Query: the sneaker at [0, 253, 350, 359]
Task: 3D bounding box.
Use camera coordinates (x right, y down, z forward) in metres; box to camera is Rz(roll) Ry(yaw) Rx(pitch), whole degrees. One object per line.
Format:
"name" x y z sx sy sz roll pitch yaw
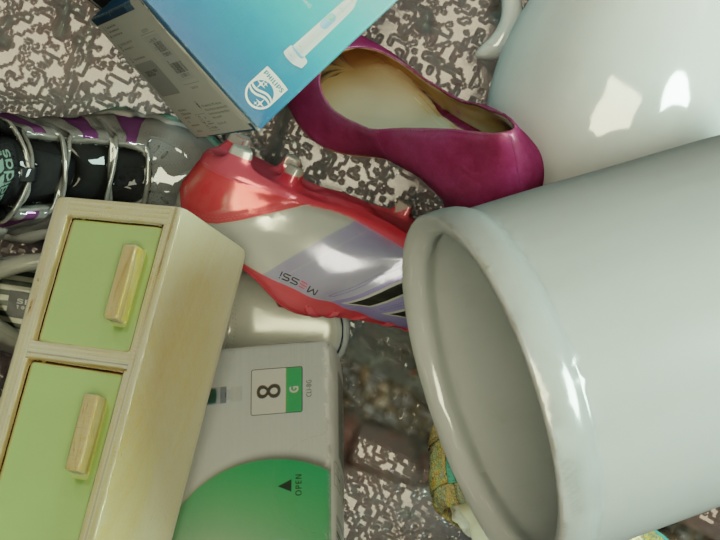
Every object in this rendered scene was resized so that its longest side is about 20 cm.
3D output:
"sneaker" -0.105 0.029 1.289 0.200 0.071 0.073 3 93 -1

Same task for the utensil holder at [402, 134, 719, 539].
"utensil holder" 0.142 0.029 1.148 0.200 0.170 0.170 -17 93 -16

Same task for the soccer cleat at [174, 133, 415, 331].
"soccer cleat" 0.000 0.000 1.270 0.200 0.067 0.077 24 104 -9

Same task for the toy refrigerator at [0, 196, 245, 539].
"toy refrigerator" -0.125 0.070 1.190 0.076 0.070 0.200 6 74 30

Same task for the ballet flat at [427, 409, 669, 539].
"ballet flat" 0.101 0.141 1.263 0.071 0.071 0.200 -47 125 1

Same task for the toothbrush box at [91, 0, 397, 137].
"toothbrush box" -0.020 -0.160 1.208 0.200 0.146 0.085 -43 101 -9

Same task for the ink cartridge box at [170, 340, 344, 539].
"ink cartridge box" -0.108 0.119 1.230 0.200 0.050 0.161 -4 59 5

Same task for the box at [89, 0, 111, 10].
"box" -0.095 -0.205 1.212 0.044 0.200 0.160 44 92 9

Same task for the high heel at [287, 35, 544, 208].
"high heel" 0.018 -0.087 1.235 0.067 0.096 0.200 -24 52 -18

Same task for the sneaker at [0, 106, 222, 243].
"sneaker" -0.164 -0.045 1.248 0.200 0.140 0.078 -2 91 -1

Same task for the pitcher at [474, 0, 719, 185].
"pitcher" 0.117 -0.127 1.275 0.171 0.121 0.200 18 82 19
